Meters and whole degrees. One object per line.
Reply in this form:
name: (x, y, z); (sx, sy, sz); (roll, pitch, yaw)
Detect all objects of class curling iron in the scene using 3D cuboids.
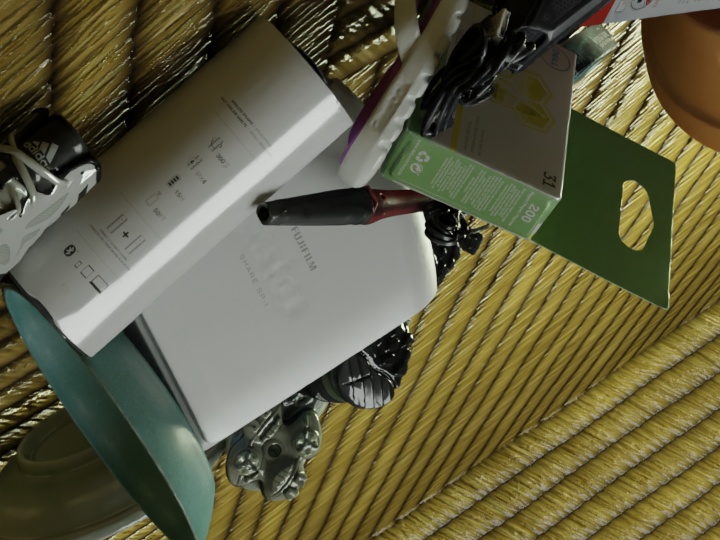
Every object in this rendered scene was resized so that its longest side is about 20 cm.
curling iron: (0.010, -0.034, 1.203); (0.199, 0.050, 0.026); (3, 117, -51)

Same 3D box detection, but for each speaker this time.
speaker: (-0.101, -0.047, 1.142); (0.200, 0.081, 0.081); (-42, 167, -1)

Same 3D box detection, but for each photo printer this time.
photo printer: (-0.055, -0.011, 1.255); (0.199, 0.167, 0.069); (-31, -162, -19)

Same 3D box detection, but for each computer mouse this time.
computer mouse: (0.109, -0.161, 1.162); (0.200, 0.053, 0.138); (-38, 178, -20)

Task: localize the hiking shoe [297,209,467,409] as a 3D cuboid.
hiking shoe: (0.000, 0.000, 1.388); (0.100, 0.076, 0.201); (-3, -130, 40)

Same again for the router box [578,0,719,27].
router box: (0.222, -0.247, 1.272); (0.179, 0.049, 0.200); (-13, 145, -40)

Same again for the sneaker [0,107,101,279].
sneaker: (-0.196, -0.041, 1.017); (0.115, 0.076, 0.200); (-46, 174, 3)

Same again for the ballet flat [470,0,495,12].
ballet flat: (0.070, -0.124, 1.385); (0.074, 0.074, 0.200); (-26, 164, -38)

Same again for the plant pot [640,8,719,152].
plant pot: (0.289, -0.196, 1.462); (0.200, 0.200, 0.140); (-37, 154, 1)

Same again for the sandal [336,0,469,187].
sandal: (0.031, -0.144, 1.173); (0.203, 0.050, 0.082); (-63, -177, -8)

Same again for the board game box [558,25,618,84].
board game box: (0.119, -0.119, 1.516); (0.135, 0.028, 0.200); (-44, 178, 19)

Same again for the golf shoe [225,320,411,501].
golf shoe: (-0.038, 0.063, 1.481); (0.200, 0.078, 0.097); (-54, -162, 1)

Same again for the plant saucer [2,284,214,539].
plant saucer: (-0.145, 0.083, 1.256); (0.036, 0.200, 0.200); (-36, 167, -15)

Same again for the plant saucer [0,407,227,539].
plant saucer: (-0.196, 0.134, 1.523); (0.199, 0.050, 0.200); (-20, -160, 8)

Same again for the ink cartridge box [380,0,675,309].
ink cartridge box: (0.117, -0.076, 1.274); (0.146, 0.199, 0.048); (-77, -165, -46)
